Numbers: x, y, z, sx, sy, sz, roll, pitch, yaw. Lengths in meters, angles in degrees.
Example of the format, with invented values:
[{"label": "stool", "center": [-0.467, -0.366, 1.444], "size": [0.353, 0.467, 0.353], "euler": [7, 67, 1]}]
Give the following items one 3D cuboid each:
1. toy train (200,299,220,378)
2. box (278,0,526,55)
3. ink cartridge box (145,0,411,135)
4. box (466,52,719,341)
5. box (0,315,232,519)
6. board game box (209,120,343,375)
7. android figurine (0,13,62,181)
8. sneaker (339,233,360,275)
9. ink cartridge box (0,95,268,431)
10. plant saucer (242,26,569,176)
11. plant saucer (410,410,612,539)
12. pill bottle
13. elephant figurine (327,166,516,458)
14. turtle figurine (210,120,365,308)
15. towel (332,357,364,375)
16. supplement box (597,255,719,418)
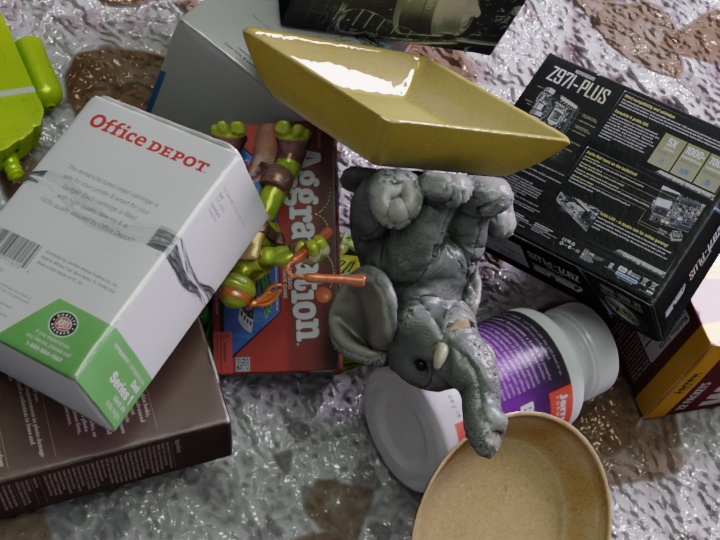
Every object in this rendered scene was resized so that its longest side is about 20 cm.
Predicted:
[{"label": "toy train", "center": [-0.121, 0.032, 1.240], "size": [0.056, 0.042, 0.200], "euler": [31, 55, -22]}, {"label": "box", "center": [0.049, -0.293, 1.234], "size": [0.196, 0.200, 0.124], "euler": [4, 60, -20]}, {"label": "ink cartridge box", "center": [-0.064, -0.184, 1.336], "size": [0.145, 0.147, 0.200], "euler": [39, 53, 5]}, {"label": "box", "center": [0.204, -0.063, 1.258], "size": [0.200, 0.086, 0.164], "euler": [28, 77, 26]}, {"label": "box", "center": [-0.203, 0.107, 1.116], "size": [0.200, 0.075, 0.100], "euler": [-14, 63, -9]}, {"label": "board game box", "center": [-0.068, -0.018, 1.200], "size": [0.103, 0.019, 0.200], "euler": [-3, 84, 7]}, {"label": "android figurine", "center": [-0.345, -0.153, 1.282], "size": [0.182, 0.041, 0.200], "euler": [-16, 64, -28]}, {"label": "sneaker", "center": [0.000, 0.000, 1.230], "size": [0.200, 0.076, 0.075], "euler": [-28, 30, -3]}, {"label": "ink cartridge box", "center": [-0.181, -0.010, 1.070], "size": [0.146, 0.084, 0.200], "euler": [24, 66, 28]}, {"label": "plant saucer", "center": [0.029, -0.126, 1.179], "size": [0.200, 0.049, 0.200], "euler": [2, 25, -40]}, {"label": "plant saucer", "center": [0.109, 0.205, 1.163], "size": [0.200, 0.035, 0.201], "euler": [-4, 98, -33]}, {"label": "pill bottle", "center": [0.112, 0.096, 1.238], "size": [0.200, 0.111, 0.112], "euler": [-21, 67, -29]}, {"label": "elephant figurine", "center": [0.044, 0.026, 1.132], "size": [0.141, 0.155, 0.200], "euler": [5, 94, 3]}, {"label": "turtle figurine", "center": [-0.077, -0.034, 1.146], "size": [0.200, 0.064, 0.162], "euler": [-3, 62, 23]}, {"label": "towel", "center": [0.038, 0.005, 1.294], "size": [0.018, 0.086, 0.200], "euler": [49, 48, -26]}, {"label": "supplement box", "center": [0.327, 0.005, 1.362], "size": [0.197, 0.133, 0.200], "euler": [-6, 60, -23]}]
